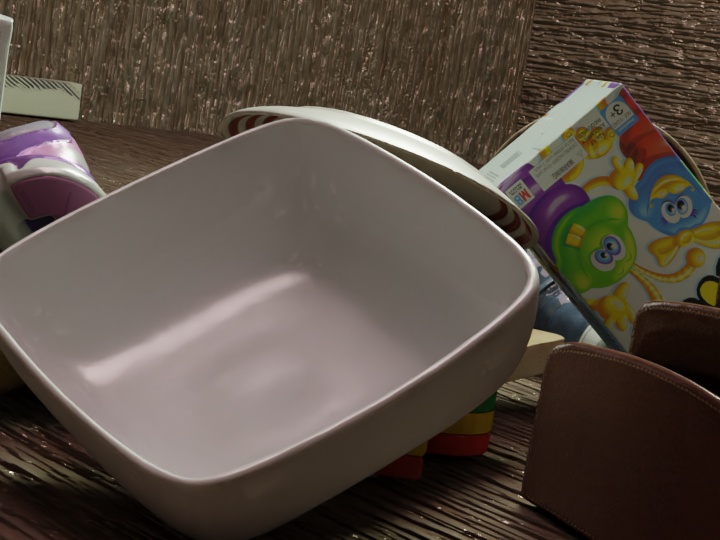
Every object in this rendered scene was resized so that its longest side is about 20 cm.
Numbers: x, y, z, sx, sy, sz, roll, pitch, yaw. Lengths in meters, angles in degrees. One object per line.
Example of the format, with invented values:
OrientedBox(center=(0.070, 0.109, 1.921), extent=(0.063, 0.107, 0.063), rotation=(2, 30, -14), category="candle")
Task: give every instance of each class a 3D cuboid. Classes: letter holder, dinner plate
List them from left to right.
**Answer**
OrientedBox(center=(0.014, -0.059, 1.102), extent=(0.200, 0.024, 0.200), rotation=(21, -9, 4), category="dinner plate")
OrientedBox(center=(0.167, 0.063, 0.823), extent=(0.100, 0.142, 0.200), rotation=(6, 7, -21), category="letter holder")

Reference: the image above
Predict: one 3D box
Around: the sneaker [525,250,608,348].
OrientedBox(center=(0.196, 0.026, 1.361), extent=(0.202, 0.077, 0.146), rotation=(2, 22, -39), category="sneaker")

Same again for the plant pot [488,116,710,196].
OrientedBox(center=(0.174, -0.020, 1.503), extent=(0.187, 0.187, 0.200), rotation=(9, -6, 0), category="plant pot")

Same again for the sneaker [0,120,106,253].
OrientedBox(center=(-0.217, -0.019, 0.944), extent=(0.200, 0.081, 0.089), rotation=(-21, 39, 10), category="sneaker")

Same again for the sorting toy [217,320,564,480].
OrientedBox(center=(-0.022, 0.054, 0.966), extent=(0.198, 0.070, 0.200), rotation=(12, 7, 24), category="sorting toy")

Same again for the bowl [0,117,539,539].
OrientedBox(center=(-0.041, 0.030, 0.800), extent=(0.200, 0.075, 0.200), rotation=(-29, 41, -24), category="bowl")

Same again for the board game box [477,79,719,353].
OrientedBox(center=(0.176, -0.010, 1.170), extent=(0.200, 0.103, 0.105), rotation=(50, 1, -9), category="board game box")

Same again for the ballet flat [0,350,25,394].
OrientedBox(center=(-0.243, 0.039, 0.883), extent=(0.200, 0.068, 0.072), rotation=(8, 27, -5), category="ballet flat")

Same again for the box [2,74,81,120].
OrientedBox(center=(-0.600, -0.310, 3.294), extent=(0.200, 0.069, 0.082), rotation=(2, 8, -40), category="box")

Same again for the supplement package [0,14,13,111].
OrientedBox(center=(-0.348, -0.091, 1.247), extent=(0.200, 0.192, 0.147), rotation=(6, 6, -15), category="supplement package")
